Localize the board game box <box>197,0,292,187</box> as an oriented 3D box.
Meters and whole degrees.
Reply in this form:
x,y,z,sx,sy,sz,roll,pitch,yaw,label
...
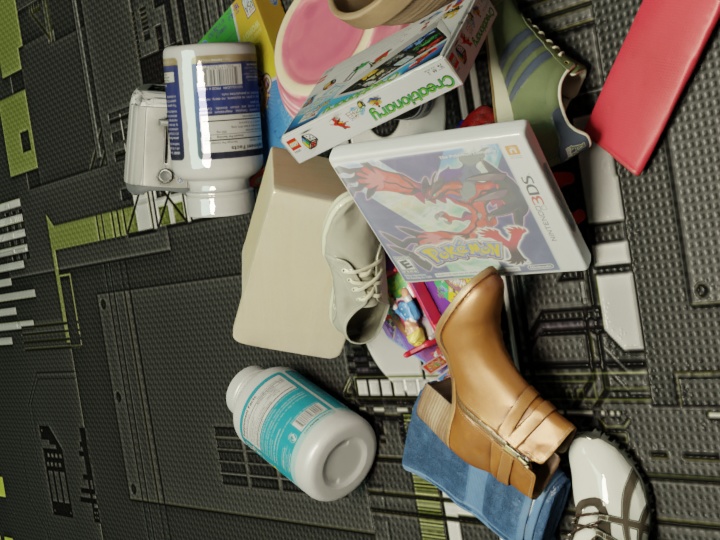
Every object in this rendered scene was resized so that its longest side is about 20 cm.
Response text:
x,y,z,sx,sy,sz,roll,pitch,yaw,label
-0.125,-0.225,1.486,0.153,0.040,0.201,-35,71,48,board game box

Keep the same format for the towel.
x,y,z,sx,sy,sz,roll,pitch,yaw,label
0.127,0.206,1.261,0.200,0.048,0.112,34,126,39,towel

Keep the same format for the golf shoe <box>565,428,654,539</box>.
x,y,z,sx,sy,sz,roll,pitch,yaw,label
0.226,0.250,1.126,0.078,0.094,0.201,-29,74,50,golf shoe

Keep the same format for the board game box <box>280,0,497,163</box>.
x,y,z,sx,sy,sz,roll,pitch,yaw,label
0.026,-0.181,1.128,0.199,0.127,0.035,-21,119,37,board game box

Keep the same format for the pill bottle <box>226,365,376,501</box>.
x,y,z,sx,sy,sz,roll,pitch,yaw,label
-0.080,0.188,1.468,0.200,0.110,0.111,30,120,44,pill bottle

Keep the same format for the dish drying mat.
x,y,z,sx,sy,sz,roll,pitch,yaw,label
0.260,-0.186,1.049,0.077,0.018,0.201,47,131,35,dish drying mat

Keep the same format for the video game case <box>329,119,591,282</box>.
x,y,z,sx,sy,sz,roll,pitch,yaw,label
0.094,-0.058,1.130,0.199,0.023,0.183,-4,138,31,video game case

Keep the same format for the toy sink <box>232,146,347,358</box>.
x,y,z,sx,sy,sz,roll,pitch,yaw,label
-0.062,-0.020,1.361,0.112,0.130,0.201,-100,24,-58,toy sink

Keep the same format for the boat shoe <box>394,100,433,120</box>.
x,y,z,sx,sy,sz,roll,pitch,yaw,label
-0.008,-0.189,1.332,0.199,0.066,0.070,15,109,48,boat shoe

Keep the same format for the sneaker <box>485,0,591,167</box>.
x,y,z,sx,sy,sz,roll,pitch,yaw,label
0.167,-0.183,1.131,0.089,0.067,0.201,-10,65,12,sneaker

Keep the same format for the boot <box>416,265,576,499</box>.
x,y,z,sx,sy,sz,roll,pitch,yaw,label
0.139,0.111,1.160,0.155,0.076,0.201,35,119,32,boot

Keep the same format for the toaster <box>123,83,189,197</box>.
x,y,z,sx,sy,sz,roll,pitch,yaw,label
-0.244,-0.171,1.564,0.200,0.113,0.130,-108,22,-77,toaster

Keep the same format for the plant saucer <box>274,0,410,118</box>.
x,y,z,sx,sy,sz,roll,pitch,yaw,label
-0.023,-0.247,1.289,0.200,0.051,0.202,-18,62,38,plant saucer

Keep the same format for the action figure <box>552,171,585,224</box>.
x,y,z,sx,sy,sz,roll,pitch,yaw,label
0.134,-0.043,1.211,0.200,0.052,0.066,-25,84,52,action figure

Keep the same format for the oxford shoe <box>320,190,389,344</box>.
x,y,z,sx,sy,sz,roll,pitch,yaw,label
0.000,0.000,1.259,0.058,0.075,0.201,51,152,41,oxford shoe

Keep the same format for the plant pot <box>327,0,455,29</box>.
x,y,z,sx,sy,sz,roll,pitch,yaw,label
0.061,-0.312,1.172,0.201,0.092,0.202,-37,38,37,plant pot

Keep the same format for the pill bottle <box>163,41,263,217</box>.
x,y,z,sx,sy,sz,roll,pitch,yaw,label
-0.173,-0.167,1.436,0.111,0.111,0.201,7,103,49,pill bottle

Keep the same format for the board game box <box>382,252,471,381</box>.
x,y,z,sx,sy,sz,roll,pitch,yaw,label
0.057,0.045,1.295,0.200,0.039,0.159,33,136,40,board game box

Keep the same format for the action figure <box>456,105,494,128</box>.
x,y,z,sx,sy,sz,roll,pitch,yaw,label
0.079,-0.120,1.223,0.199,0.065,0.052,-22,109,34,action figure
